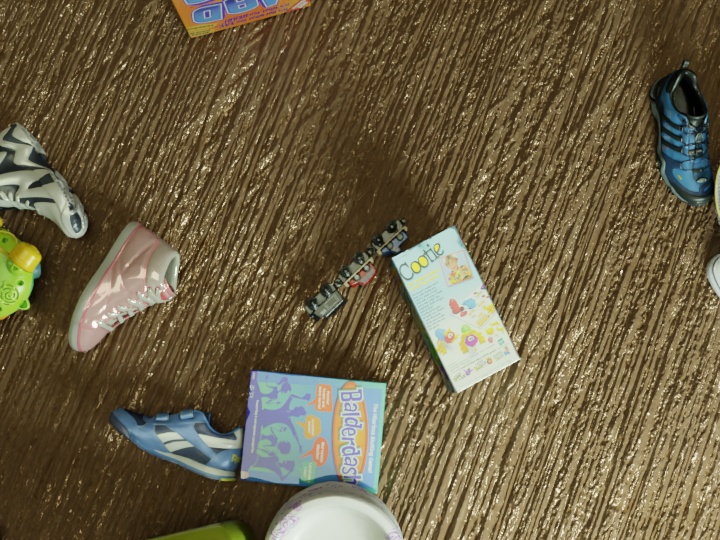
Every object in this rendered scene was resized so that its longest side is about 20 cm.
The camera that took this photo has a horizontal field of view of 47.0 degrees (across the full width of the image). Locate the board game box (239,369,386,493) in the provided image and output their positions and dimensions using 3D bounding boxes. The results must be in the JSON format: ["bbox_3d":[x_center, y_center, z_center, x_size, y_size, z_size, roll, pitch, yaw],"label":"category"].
[{"bbox_3d":[-0.066,0.227,1.177,0.195,0.045,0.156,5,83,0],"label":"board game box"}]

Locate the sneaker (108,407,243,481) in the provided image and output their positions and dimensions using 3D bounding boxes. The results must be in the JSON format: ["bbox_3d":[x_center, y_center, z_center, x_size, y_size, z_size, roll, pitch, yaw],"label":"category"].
[{"bbox_3d":[-0.255,0.228,1.166,0.196,0.074,0.084,23,81,-5],"label":"sneaker"}]

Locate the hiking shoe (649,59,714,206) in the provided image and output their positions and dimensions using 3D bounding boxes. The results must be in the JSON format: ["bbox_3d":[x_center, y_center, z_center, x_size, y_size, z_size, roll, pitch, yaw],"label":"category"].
[{"bbox_3d":[0.473,-0.195,1.207,0.073,0.087,0.205,-14,83,-2],"label":"hiking shoe"}]

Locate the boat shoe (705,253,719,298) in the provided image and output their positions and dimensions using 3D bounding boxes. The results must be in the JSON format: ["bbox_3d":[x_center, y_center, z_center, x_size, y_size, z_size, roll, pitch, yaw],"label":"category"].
[{"bbox_3d":[0.590,0.046,1.188,0.199,0.067,0.074,41,84,5],"label":"boat shoe"}]

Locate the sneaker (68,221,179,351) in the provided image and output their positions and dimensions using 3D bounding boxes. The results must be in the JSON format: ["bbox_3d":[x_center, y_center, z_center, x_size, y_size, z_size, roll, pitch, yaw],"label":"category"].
[{"bbox_3d":[-0.330,0.039,1.183,0.103,0.075,0.203,26,80,8],"label":"sneaker"}]

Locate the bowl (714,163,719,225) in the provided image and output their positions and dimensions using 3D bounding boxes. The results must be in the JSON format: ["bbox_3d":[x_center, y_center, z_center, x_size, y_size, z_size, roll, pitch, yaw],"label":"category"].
[{"bbox_3d":[0.588,-0.098,1.192,0.195,0.094,0.206,0,82,0],"label":"bowl"}]

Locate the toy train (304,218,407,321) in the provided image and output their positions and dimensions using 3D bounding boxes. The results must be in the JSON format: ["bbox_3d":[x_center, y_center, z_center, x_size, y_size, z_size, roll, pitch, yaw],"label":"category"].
[{"bbox_3d":[0.000,0.000,1.210,0.200,0.034,0.046,-44,88,-5],"label":"toy train"}]

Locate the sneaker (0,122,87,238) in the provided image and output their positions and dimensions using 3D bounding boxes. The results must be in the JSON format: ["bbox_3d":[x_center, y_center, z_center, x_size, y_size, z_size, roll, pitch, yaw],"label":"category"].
[{"bbox_3d":[-0.492,-0.102,1.200,0.129,0.080,0.201,-37,84,-3],"label":"sneaker"}]

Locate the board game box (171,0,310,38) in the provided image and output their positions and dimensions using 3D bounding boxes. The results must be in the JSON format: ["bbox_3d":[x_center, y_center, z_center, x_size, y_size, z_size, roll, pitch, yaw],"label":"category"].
[{"bbox_3d":[-0.193,-0.491,1.186,0.195,0.200,0.205,-15,83,-2],"label":"board game box"}]

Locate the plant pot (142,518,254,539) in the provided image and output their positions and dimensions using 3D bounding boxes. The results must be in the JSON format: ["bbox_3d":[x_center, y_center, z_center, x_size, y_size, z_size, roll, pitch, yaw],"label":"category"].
[{"bbox_3d":[-0.220,0.433,1.081,0.195,0.199,0.186,-12,76,-1],"label":"plant pot"}]

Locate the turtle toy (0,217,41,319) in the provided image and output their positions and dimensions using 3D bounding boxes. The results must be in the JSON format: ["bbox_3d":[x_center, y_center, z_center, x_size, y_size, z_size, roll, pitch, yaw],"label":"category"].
[{"bbox_3d":[-0.540,-0.012,1.177,0.199,0.101,0.146,41,87,5],"label":"turtle toy"}]

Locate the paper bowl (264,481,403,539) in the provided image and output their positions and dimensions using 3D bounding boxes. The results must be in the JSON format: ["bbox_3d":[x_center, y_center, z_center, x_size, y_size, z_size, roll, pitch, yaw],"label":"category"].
[{"bbox_3d":[-0.036,0.390,1.119,0.195,0.104,0.206,0,92,-2],"label":"paper bowl"}]

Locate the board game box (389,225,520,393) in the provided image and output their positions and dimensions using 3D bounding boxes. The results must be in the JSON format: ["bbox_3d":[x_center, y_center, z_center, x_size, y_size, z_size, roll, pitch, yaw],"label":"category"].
[{"bbox_3d":[0.128,0.057,1.168,0.103,0.103,0.203,-25,84,-3],"label":"board game box"}]
